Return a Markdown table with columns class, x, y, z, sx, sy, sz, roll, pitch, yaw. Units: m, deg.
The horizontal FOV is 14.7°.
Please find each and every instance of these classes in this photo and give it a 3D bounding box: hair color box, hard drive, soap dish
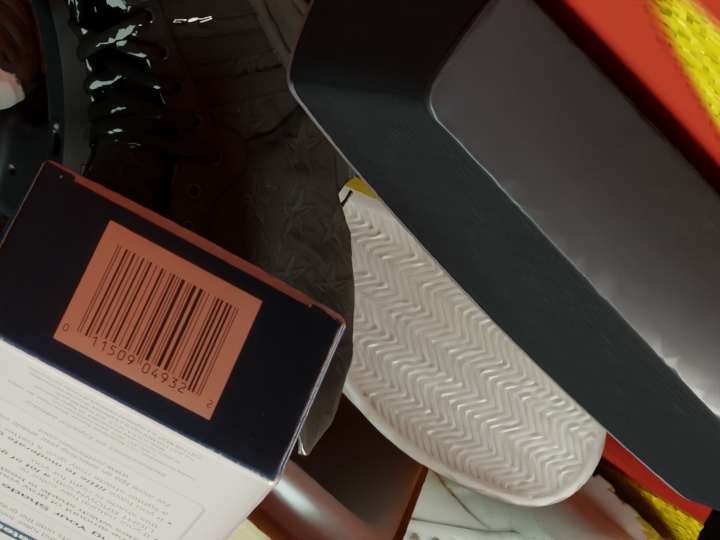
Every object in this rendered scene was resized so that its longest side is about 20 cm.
| class | x | y | z | sx | sy | sz | roll | pitch | yaw |
| --- | --- | --- | --- | --- | --- | --- | --- | --- | --- |
| hair color box | -0.087 | 0.052 | 0.847 | 0.100 | 0.061 | 0.200 | 29 | 149 | -7 |
| hard drive | 0.068 | 0.001 | 0.751 | 0.200 | 0.042 | 0.135 | 45 | 169 | -21 |
| soap dish | -0.049 | 0.048 | 1.041 | 0.157 | 0.081 | 0.200 | 40 | -159 | -5 |

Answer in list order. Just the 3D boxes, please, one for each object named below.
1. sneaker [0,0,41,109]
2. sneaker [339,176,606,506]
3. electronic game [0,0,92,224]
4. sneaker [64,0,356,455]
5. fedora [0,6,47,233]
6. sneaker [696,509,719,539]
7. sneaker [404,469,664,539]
| class | x | y | z | sx | sy | sz | roll | pitch | yaw |
| --- | --- | --- | --- | --- | --- | --- | --- | --- | --- |
| sneaker | -0.163 | -0.125 | 0.850 | 0.200 | 0.077 | 0.076 | 55 | 167 | 17 |
| sneaker | 0.000 | 0.000 | 0.969 | 0.200 | 0.074 | 0.116 | 39 | -176 | -4 |
| electronic game | -0.133 | -0.052 | 0.935 | 0.041 | 0.201 | 0.200 | -2 | -155 | -43 |
| sneaker | -0.055 | -0.042 | 0.832 | 0.060 | 0.105 | 0.200 | 10 | 152 | 44 |
| fedora | -0.143 | -0.024 | 1.112 | 0.081 | 0.202 | 0.201 | 14 | 163 | 12 |
| sneaker | 0.143 | 0.120 | 0.896 | 0.078 | 0.076 | 0.200 | 31 | 177 | -4 |
| sneaker | 0.047 | 0.099 | 1.142 | 0.200 | 0.081 | 0.076 | 28 | 161 | 44 |
